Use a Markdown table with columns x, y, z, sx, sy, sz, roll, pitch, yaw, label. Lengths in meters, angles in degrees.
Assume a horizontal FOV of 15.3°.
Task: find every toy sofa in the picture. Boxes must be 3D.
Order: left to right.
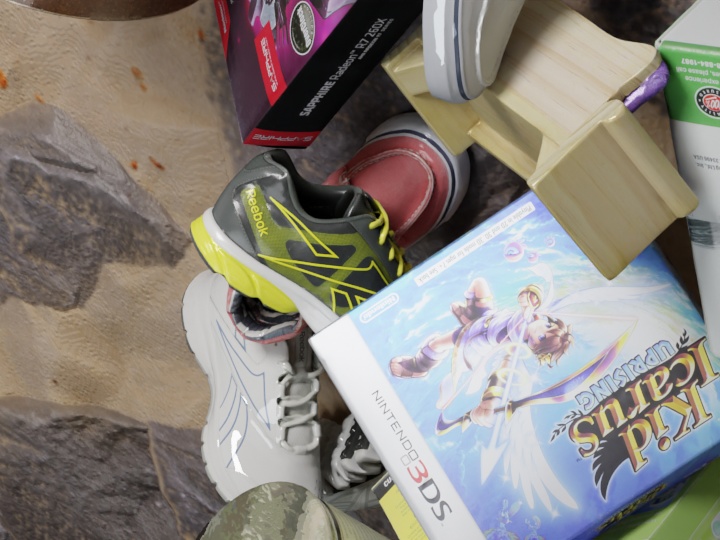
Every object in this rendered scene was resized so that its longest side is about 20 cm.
| x | y | z | sx | sy | sz | roll | pitch | yaw | label |
| --- | --- | --- | --- | --- | --- | --- | --- | --- | --- |
| 0.104 | -0.087 | 1.445 | 0.083 | 0.098 | 0.200 | 49 | 177 | -34 | toy sofa |

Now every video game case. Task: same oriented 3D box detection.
| x | y | z | sx | sy | sz | roll | pitch | yaw | label |
| --- | --- | --- | --- | --- | --- | --- | --- | --- | --- |
| 0.100 | 0.062 | 1.514 | 0.182 | 0.199 | 0.045 | 57 | -175 | 15 | video game case |

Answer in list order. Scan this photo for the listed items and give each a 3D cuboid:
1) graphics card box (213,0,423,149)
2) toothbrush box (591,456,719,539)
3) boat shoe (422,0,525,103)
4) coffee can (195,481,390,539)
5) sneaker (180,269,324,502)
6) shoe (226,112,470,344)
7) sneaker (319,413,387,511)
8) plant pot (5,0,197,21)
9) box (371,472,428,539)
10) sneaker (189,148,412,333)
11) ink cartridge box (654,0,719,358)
| x | y | z | sx | sy | sz | roll | pitch | yaw | label |
| --- | --- | --- | --- | --- | --- | --- | --- | --- | --- |
| -0.020 | -0.170 | 1.510 | 0.200 | 0.051 | 0.126 | -44 | 50 | 52 | graphics card box |
| 0.209 | 0.181 | 1.546 | 0.086 | 0.200 | 0.146 | -23 | 108 | 49 | toothbrush box |
| 0.082 | -0.181 | 1.385 | 0.066 | 0.073 | 0.201 | 14 | 103 | 20 | boat shoe |
| -0.004 | 0.239 | 1.689 | 0.146 | 0.147 | 0.200 | -8 | 147 | 46 | coffee can |
| -0.060 | 0.079 | 1.748 | 0.087 | 0.074 | 0.201 | -32 | 67 | 42 | sneaker |
| -0.011 | -0.020 | 1.652 | 0.072 | 0.091 | 0.200 | 47 | 142 | -3 | shoe |
| 0.001 | 0.137 | 1.804 | 0.081 | 0.075 | 0.200 | 30 | 153 | -18 | sneaker |
| -0.148 | -0.275 | 1.503 | 0.186 | 0.187 | 0.201 | 30 | 124 | 18 | plant pot |
| 0.083 | 0.194 | 1.600 | 0.050 | 0.075 | 0.200 | -47 | 49 | 17 | box |
| 0.000 | 0.000 | 1.584 | 0.199 | 0.075 | 0.085 | 27 | 113 | -18 | sneaker |
| 0.248 | -0.043 | 1.402 | 0.146 | 0.083 | 0.201 | 12 | 130 | 35 | ink cartridge box |
